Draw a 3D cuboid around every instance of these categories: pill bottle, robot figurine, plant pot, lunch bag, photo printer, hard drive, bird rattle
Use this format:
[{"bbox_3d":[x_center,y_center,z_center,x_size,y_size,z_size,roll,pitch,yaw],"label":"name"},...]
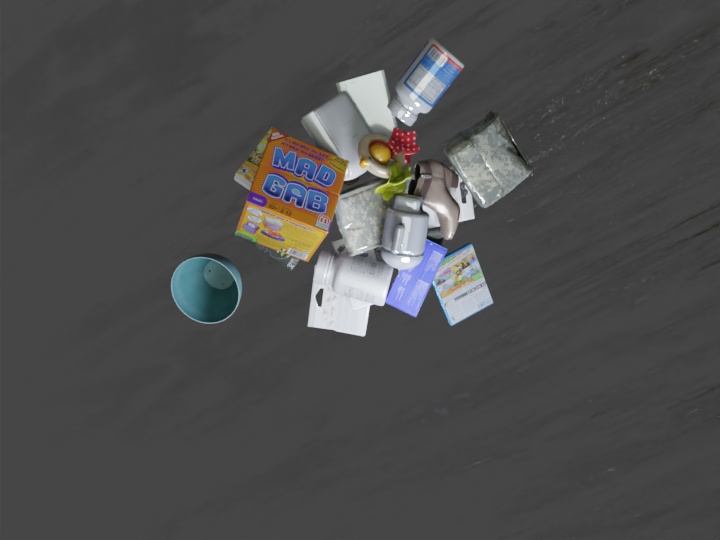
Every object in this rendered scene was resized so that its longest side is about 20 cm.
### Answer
[{"bbox_3d":[-0.020,0.015,1.701,0.198,0.115,0.115,15,112,2],"label":"pill bottle"},{"bbox_3d":[0.111,-0.090,1.618,0.112,0.169,0.202,12,104,18],"label":"robot figurine"},{"bbox_3d":[0.158,-0.469,1.607,0.112,0.112,0.200,37,111,-8],"label":"pill bottle"},{"bbox_3d":[-0.429,0.034,1.856,0.198,0.135,0.202,2,110,6],"label":"plant pot"},{"bbox_3d":[0.019,-0.145,1.691,0.199,0.117,0.166,-24,103,-30],"label":"lunch bag"},{"bbox_3d":[-0.044,-0.335,1.629,0.069,0.166,0.201,-22,106,41],"label":"photo printer"},{"bbox_3d":[0.024,-0.412,1.691,0.130,0.026,0.202,-12,109,11],"label":"hard drive"},{"bbox_3d":[0.329,-0.284,1.641,0.167,0.140,0.201,-33,107,11],"label":"lunch bag"},{"bbox_3d":[0.071,-0.291,1.612,0.162,0.202,0.113,20,151,-21],"label":"bird rattle"}]

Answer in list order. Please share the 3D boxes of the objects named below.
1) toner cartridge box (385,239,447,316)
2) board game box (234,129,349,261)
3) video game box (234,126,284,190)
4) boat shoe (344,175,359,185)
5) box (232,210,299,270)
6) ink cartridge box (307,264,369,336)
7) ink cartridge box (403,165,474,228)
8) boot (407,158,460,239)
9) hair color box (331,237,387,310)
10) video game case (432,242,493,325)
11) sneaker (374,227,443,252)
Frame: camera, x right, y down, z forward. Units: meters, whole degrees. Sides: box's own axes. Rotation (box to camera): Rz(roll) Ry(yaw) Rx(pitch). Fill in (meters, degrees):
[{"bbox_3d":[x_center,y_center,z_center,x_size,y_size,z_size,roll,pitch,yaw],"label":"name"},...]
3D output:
[{"bbox_3d":[0.149,0.013,1.725,0.094,0.043,0.202,25,95,-2],"label":"toner cartridge box"},{"bbox_3d":[-0.169,-0.175,1.550,0.198,0.202,0.200,21,156,-12],"label":"board game box"},{"bbox_3d":[-0.203,-0.258,1.703,0.199,0.183,0.047,34,151,-6],"label":"video game box"},{"bbox_3d":[-0.070,-0.319,1.709,0.075,0.074,0.201,-24,105,19],"label":"boat shoe"},{"bbox_3d":[-0.225,-0.128,1.775,0.199,0.124,0.149,34,110,-6],"label":"box"},{"bbox_3d":[-0.056,0.082,1.876,0.174,0.045,0.202,10,111,2],"label":"ink cartridge box"},{"bbox_3d":[0.202,-0.201,1.749,0.198,0.050,0.163,-14,109,-8],"label":"ink cartridge box"},{"bbox_3d":[0.188,-0.187,1.670,0.145,0.070,0.202,5,87,-33],"label":"boot"},{"bbox_3d":[0.000,0.000,1.789,0.108,0.065,0.202,-17,90,2],"label":"hair color box"},{"bbox_3d":[0.280,0.040,1.796,0.142,0.018,0.201,-27,114,-5],"label":"video game case"},{"bbox_3d":[0.141,-0.048,1.785,0.198,0.076,0.115,-10,107,8],"label":"sneaker"}]
